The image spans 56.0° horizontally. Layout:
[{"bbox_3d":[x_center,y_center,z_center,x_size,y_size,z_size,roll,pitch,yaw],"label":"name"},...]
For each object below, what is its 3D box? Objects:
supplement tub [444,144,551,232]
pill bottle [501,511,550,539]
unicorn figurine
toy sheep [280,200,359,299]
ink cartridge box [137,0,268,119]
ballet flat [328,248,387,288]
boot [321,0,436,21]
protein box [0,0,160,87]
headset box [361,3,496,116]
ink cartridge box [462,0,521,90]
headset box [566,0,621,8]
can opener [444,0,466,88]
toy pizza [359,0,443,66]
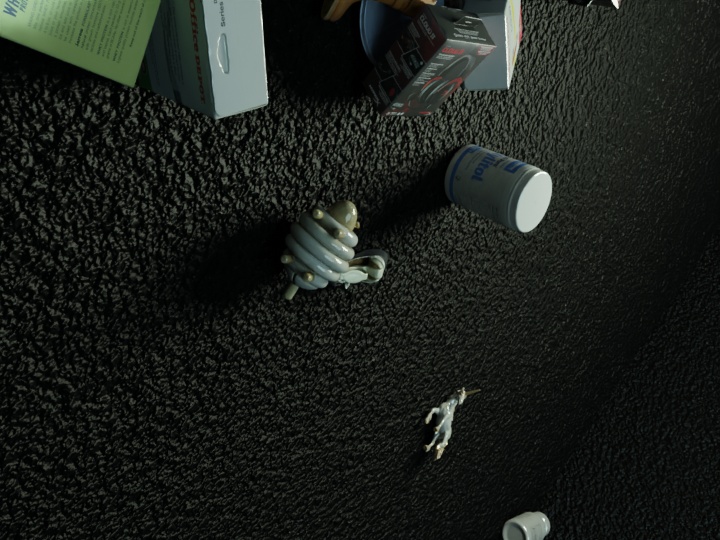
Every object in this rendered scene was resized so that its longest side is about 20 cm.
[{"bbox_3d":[0.285,-0.175,1.419,0.130,0.198,0.135,-24,128,-36],"label":"supplement tub"},{"bbox_3d":[0.615,0.956,2.491,0.197,0.113,0.117,4,109,-48],"label":"pill bottle"},{"bbox_3d":[0.223,0.396,1.788,0.136,0.073,0.204,-31,146,-45],"label":"unicorn figurine"},{"bbox_3d":[-0.074,-0.036,1.163,0.201,0.138,0.137,-49,141,7],"label":"toy sheep"},{"bbox_3d":[-0.202,-0.284,0.822,0.082,0.198,0.150,-24,129,-35],"label":"ink cartridge box"},{"bbox_3d":[0.000,0.000,1.310,0.197,0.072,0.075,-5,115,-46],"label":"ballet flat"},{"bbox_3d":[0.039,-0.439,1.063,0.154,0.076,0.203,35,83,-30],"label":"boot"},{"bbox_3d":[-0.324,-0.335,0.711,0.198,0.134,0.203,11,104,-50],"label":"protein box"},{"bbox_3d":[0.119,-0.350,1.126,0.147,0.076,0.200,-14,159,-46],"label":"headset box"},{"bbox_3d":[0.244,-0.447,1.248,0.147,0.081,0.203,74,28,-43],"label":"ink cartridge box"},{"bbox_3d":[0.500,-0.655,1.426,0.076,0.147,0.204,17,100,-49],"label":"headset box"},{"bbox_3d":[0.195,-0.451,1.280,0.066,0.053,0.203,-37,136,-25],"label":"can opener"},{"bbox_3d":[0.068,-0.442,1.162,0.197,0.031,0.205,-24,127,-34],"label":"toy pizza"}]
